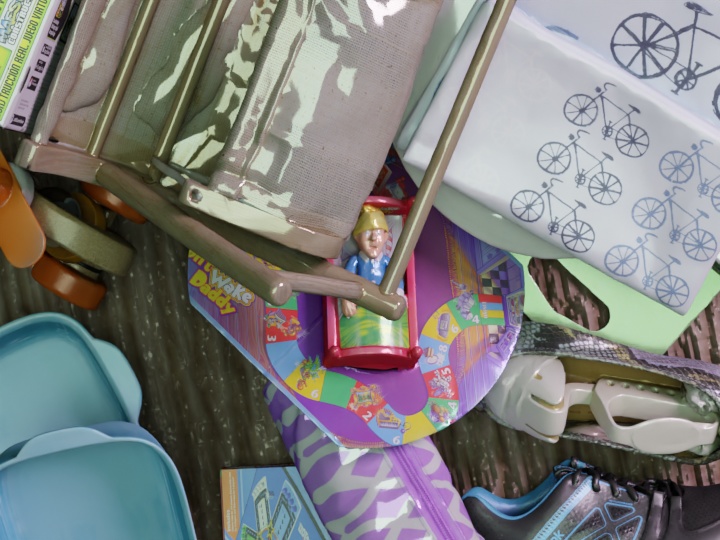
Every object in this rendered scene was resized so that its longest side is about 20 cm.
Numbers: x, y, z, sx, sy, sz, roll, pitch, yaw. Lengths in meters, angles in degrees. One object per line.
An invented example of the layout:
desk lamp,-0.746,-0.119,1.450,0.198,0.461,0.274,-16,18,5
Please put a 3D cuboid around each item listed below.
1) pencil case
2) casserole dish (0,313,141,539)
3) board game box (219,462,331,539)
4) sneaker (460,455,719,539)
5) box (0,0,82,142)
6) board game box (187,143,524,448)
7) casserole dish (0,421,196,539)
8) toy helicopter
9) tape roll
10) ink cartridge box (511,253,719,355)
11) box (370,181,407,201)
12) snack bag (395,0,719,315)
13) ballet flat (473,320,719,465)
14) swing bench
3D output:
pencil case,0.018,0.132,1.012,0.083,0.086,0.201,-25,73,-25
casserole dish,-0.224,0.107,1.061,0.199,0.039,0.122,-29,93,4
board game box,-0.031,0.220,1.074,0.102,0.019,0.202,-3,91,0
sneaker,0.153,0.150,1.038,0.198,0.073,0.083,-15,92,2
box,-0.170,-0.130,0.979,0.034,0.200,0.111,23,91,3
board game box,0.000,0.000,0.986,0.200,0.039,0.158,43,71,6
casserole dish,-0.157,0.166,1.033,0.120,0.039,0.202,-12,122,-4
toy helicopter,-0.221,-0.054,1.017,0.199,0.132,0.079,32,93,1
tape roll,0.114,-0.111,0.980,0.200,0.071,0.205,2,104,8
ink cartridge box,0.175,-0.041,1.047,0.145,0.048,0.200,42,90,0
box,-0.065,-0.054,1.053,0.199,0.049,0.083,32,93,1
snack bag,0.143,-0.103,0.929,0.187,0.021,0.201,30,107,1
ballet flat,0.136,0.075,1.031,0.198,0.072,0.073,10,92,4
swing bench,-0.047,-0.106,0.911,0.199,0.129,0.201,28,99,30
